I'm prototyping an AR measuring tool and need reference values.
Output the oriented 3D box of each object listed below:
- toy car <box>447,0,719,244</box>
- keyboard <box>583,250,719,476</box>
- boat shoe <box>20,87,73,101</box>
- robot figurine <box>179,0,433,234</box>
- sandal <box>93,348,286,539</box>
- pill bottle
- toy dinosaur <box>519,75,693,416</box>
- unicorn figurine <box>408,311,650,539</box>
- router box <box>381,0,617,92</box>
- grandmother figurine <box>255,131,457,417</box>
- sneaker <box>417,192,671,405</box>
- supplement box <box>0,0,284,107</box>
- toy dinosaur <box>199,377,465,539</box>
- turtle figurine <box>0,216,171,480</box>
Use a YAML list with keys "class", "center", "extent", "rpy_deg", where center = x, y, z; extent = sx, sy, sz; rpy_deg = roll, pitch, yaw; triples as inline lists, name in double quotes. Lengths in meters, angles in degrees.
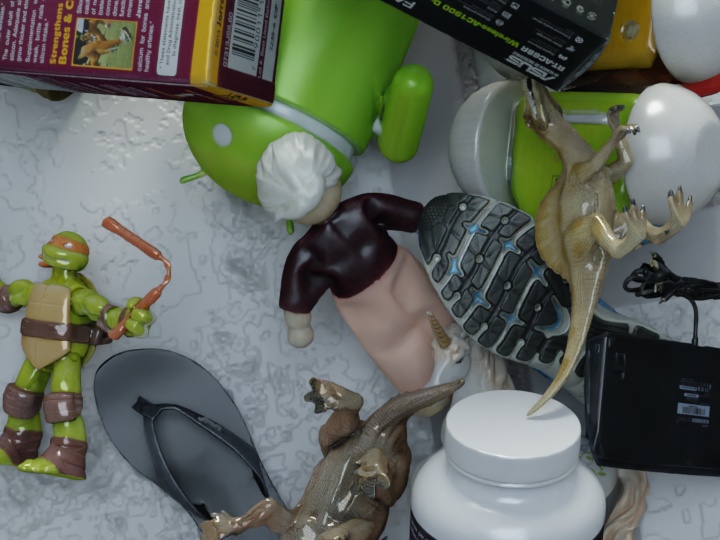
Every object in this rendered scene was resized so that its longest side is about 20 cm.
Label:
- class: "toy car"
  center: [0.161, -0.103, 1.556]
  extent: [0.174, 0.150, 0.201]
  rpy_deg: [3, 75, 35]
- class: "keyboard"
  center: [0.194, 0.058, 1.515]
  extent: [0.021, 0.200, 0.128]
  rpy_deg: [3, 85, 39]
- class: "boat shoe"
  center: [-0.181, -0.210, 1.617]
  extent: [0.063, 0.073, 0.202]
  rpy_deg: [22, 92, 18]
- class: "robot figurine"
  center: [-0.037, -0.128, 1.575]
  extent: [0.175, 0.116, 0.201]
  rpy_deg: [23, 83, 6]
- class: "sandal"
  center: [-0.091, 0.127, 1.574]
  extent: [0.076, 0.043, 0.200]
  rpy_deg: [-38, 82, -4]
- class: "pill bottle"
  center: [0.082, 0.175, 1.464]
  extent: [0.112, 0.113, 0.201]
  rpy_deg: [3, 117, 2]
- class: "toy dinosaur"
  center: [0.134, -0.020, 1.442]
  extent: [0.058, 0.101, 0.201]
  rpy_deg: [12, 67, -39]
- class: "unicorn figurine"
  center: [0.087, 0.115, 1.548]
  extent: [0.199, 0.074, 0.138]
  rpy_deg: [22, 93, -21]
- class: "router box"
  center: [0.058, -0.213, 1.445]
  extent: [0.199, 0.062, 0.150]
  rpy_deg: [27, 54, -14]
- class: "grandmother figurine"
  center: [0.000, 0.000, 1.537]
  extent: [0.121, 0.061, 0.200]
  rpy_deg: [-42, 119, -12]
- class: "sneaker"
  center: [0.104, 0.026, 1.539]
  extent: [0.200, 0.090, 0.078]
  rpy_deg: [41, 85, -22]
- class: "supplement box"
  center: [-0.150, -0.163, 1.513]
  extent: [0.199, 0.086, 0.111]
  rpy_deg: [6, 87, 26]
- class: "toy dinosaur"
  center: [-0.005, 0.136, 1.506]
  extent: [0.086, 0.135, 0.200]
  rpy_deg: [35, 94, 26]
- class: "turtle figurine"
  center: [-0.197, 0.043, 1.575]
  extent: [0.199, 0.064, 0.162]
  rpy_deg: [9, 89, 32]
